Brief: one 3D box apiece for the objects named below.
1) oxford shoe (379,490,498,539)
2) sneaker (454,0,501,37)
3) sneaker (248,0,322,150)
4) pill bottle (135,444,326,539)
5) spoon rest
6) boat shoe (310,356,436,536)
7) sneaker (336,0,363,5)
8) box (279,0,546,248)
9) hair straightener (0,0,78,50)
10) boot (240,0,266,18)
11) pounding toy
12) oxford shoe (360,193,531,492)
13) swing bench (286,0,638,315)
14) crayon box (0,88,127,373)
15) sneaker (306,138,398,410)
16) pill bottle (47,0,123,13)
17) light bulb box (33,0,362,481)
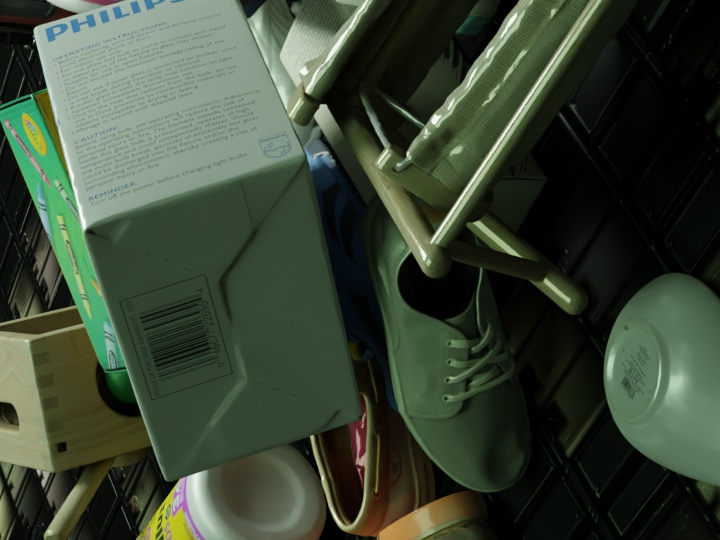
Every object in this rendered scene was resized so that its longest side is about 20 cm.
[{"bbox_3d":[0.021,0.211,1.084,0.200,0.071,0.073,-47,60,48],"label":"oxford shoe"},{"bbox_3d":[0.041,-0.235,1.024,0.086,0.077,0.201,-49,58,30],"label":"sneaker"},{"bbox_3d":[-0.073,-0.171,1.183,0.075,0.081,0.202,-19,78,54],"label":"sneaker"},{"bbox_3d":[-0.108,0.208,1.250,0.200,0.104,0.105,-54,50,45],"label":"pill bottle"},{"bbox_3d":[0.177,0.082,0.855,0.200,0.060,0.100,-113,37,-49],"label":"spoon rest"},{"bbox_3d":[-0.010,0.075,1.107,0.074,0.069,0.201,-33,69,41],"label":"boat shoe"},{"bbox_3d":[0.030,-0.236,0.954,0.088,0.075,0.200,33,81,36],"label":"sneaker"},{"bbox_3d":[0.028,-0.096,1.045,0.201,0.068,0.082,61,138,33],"label":"box"},{"bbox_3d":[-0.256,-0.185,1.355,0.077,0.199,0.041,-34,65,55],"label":"hair straightener"},{"bbox_3d":[-0.062,-0.222,1.093,0.097,0.075,0.200,-38,20,10],"label":"boot"},{"bbox_3d":[-0.205,0.106,1.311,0.200,0.183,0.143,0,101,57],"label":"pounding toy"},{"bbox_3d":[0.054,0.045,0.961,0.058,0.075,0.201,24,139,56],"label":"oxford shoe"},{"bbox_3d":[0.074,-0.121,0.859,0.200,0.129,0.200,-56,48,18],"label":"swing bench"},{"bbox_3d":[-0.158,-0.044,1.205,0.058,0.118,0.201,-10,104,51],"label":"crayon box"},{"bbox_3d":[0.000,0.000,1.071,0.078,0.066,0.201,-44,53,16],"label":"sneaker"},{"bbox_3d":[-0.181,-0.302,1.307,0.113,0.113,0.201,40,125,48],"label":"pill bottle"},{"bbox_3d":[-0.093,-0.028,0.986,0.200,0.124,0.199,-114,10,-49],"label":"light bulb box"}]
